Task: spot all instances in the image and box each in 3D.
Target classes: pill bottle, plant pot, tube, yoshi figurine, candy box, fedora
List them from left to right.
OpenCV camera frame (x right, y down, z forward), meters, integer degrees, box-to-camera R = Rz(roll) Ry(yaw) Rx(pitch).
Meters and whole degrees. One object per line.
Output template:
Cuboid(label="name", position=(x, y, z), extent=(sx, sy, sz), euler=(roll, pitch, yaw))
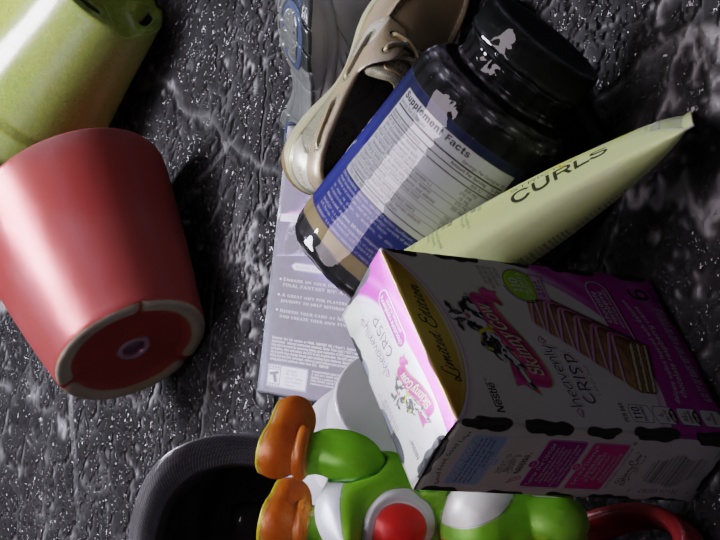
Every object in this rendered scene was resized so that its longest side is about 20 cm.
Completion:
Cuboid(label="plant pot", position=(-0.290, -0.211, 1.931), extent=(0.184, 0.200, 0.201), euler=(-48, 45, 29))
Cuboid(label="plant pot", position=(-0.234, 0.004, 1.791), extent=(0.201, 0.199, 0.178), euler=(-56, 50, 39))
Cuboid(label="fedora", position=(-0.085, 0.196, 1.541), extent=(0.090, 0.176, 0.201), euler=(-82, -7, -68))
Cuboid(label="pill bottle", position=(0.006, 0.142, 1.326), extent=(0.201, 0.111, 0.113), euler=(108, 151, -50))
Cuboid(label="yoshi figurine", position=(0.043, 0.129, 1.193), extent=(0.112, 0.199, 0.113), euler=(59, -138, -68))
Cuboid(label="pill bottle", position=(0.057, -0.071, 1.276), extent=(0.200, 0.112, 0.112), euler=(-51, 40, 17))
Cuboid(label="candy box", position=(0.103, 0.061, 1.162), extent=(0.061, 0.199, 0.137), euler=(-61, 38, 35))
Cuboid(label="tube", position=(0.114, -0.039, 1.204), extent=(0.199, 0.052, 0.058), euler=(-32, 46, 14))

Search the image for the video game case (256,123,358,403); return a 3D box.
Cuboid(label="video game case", position=(0.000, 0.000, 1.460), extent=(0.142, 0.019, 0.202), euler=(8, 92, 26))

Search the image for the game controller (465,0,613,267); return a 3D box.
Cuboid(label="game controller", position=(0.110, -0.095, 1.350), extent=(0.104, 0.042, 0.201), euler=(-49, 44, 25))

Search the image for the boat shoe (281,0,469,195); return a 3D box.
Cuboid(label="boat shoe", position=(0.021, -0.136, 1.410), extent=(0.200, 0.072, 0.065), euler=(-54, 22, -9))

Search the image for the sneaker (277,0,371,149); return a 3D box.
Cuboid(label="sneaker", position=(-0.014, -0.129, 1.529), extent=(0.075, 0.087, 0.201), euler=(-127, 32, -47))

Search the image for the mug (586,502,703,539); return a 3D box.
Cuboid(label="mug", position=(0.120, 0.228, 1.206), extent=(0.200, 0.177, 0.134), euler=(18, 135, 59))
